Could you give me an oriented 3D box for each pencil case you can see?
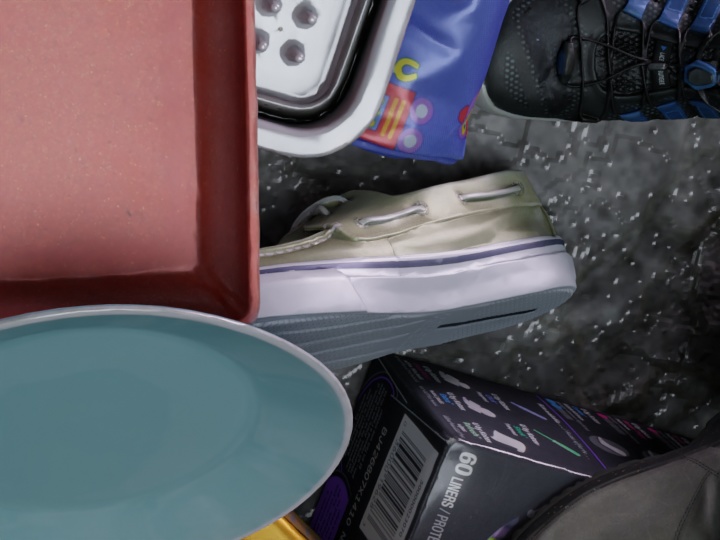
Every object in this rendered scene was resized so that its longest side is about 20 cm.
[{"bbox_3d":[0.027,-0.141,0.898,0.086,0.078,0.201,20,104,10],"label":"pencil case"}]

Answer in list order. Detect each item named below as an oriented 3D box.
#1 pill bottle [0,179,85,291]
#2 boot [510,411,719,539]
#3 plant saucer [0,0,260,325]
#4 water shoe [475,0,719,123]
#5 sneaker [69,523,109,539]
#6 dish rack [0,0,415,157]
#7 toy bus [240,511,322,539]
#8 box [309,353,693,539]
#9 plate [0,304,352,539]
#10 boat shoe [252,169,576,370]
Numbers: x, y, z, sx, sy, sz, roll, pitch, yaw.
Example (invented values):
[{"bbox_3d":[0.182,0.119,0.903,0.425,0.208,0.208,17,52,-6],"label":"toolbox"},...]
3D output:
[{"bbox_3d":[-0.158,-0.010,0.866,0.199,0.111,0.112,-23,113,-9],"label":"pill bottle"},{"bbox_3d":[0.142,0.116,0.877,0.199,0.131,0.068,-35,113,-6],"label":"boot"},{"bbox_3d":[-0.137,-0.075,0.783,0.199,0.037,0.201,-3,101,-12],"label":"plant saucer"},{"bbox_3d":[0.142,-0.097,0.947,0.199,0.079,0.072,-8,110,-14],"label":"water shoe"},{"bbox_3d":[-0.088,0.088,0.941,0.200,0.080,0.074,-44,113,-1],"label":"sneaker"},{"bbox_3d":[-0.052,-0.156,0.826,0.171,0.044,0.201,17,96,-15],"label":"dish rack"},{"bbox_3d":[-0.094,0.176,0.960,0.065,0.078,0.200,44,94,-5],"label":"toy bus"},{"bbox_3d":[0.088,0.130,0.993,0.199,0.106,0.123,16,103,-22],"label":"box"},{"bbox_3d":[-0.102,0.059,0.820,0.199,0.026,0.201,-8,148,-5],"label":"plate"},{"bbox_3d":[0.000,0.000,0.925,0.199,0.072,0.062,-7,69,-38],"label":"boat shoe"}]
